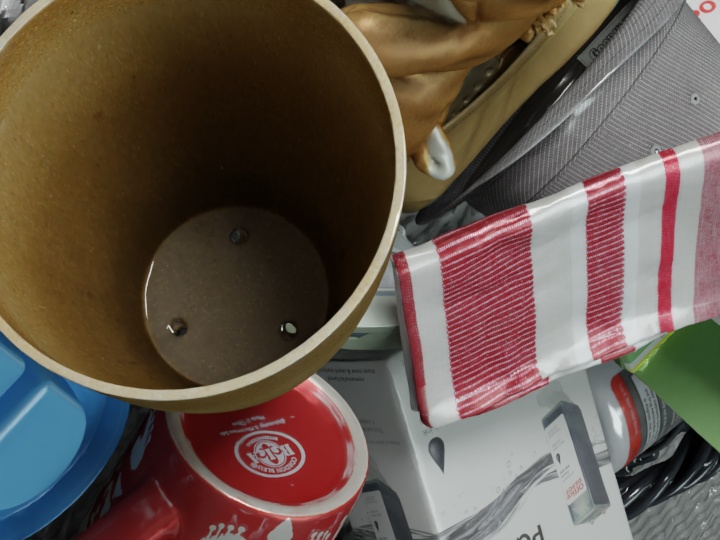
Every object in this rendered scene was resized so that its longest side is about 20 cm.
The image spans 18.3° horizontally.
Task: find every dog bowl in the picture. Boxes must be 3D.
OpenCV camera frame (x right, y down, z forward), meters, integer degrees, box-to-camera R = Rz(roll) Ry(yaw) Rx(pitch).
[{"bbox_3d":[-0.181,0.059,1.014,0.112,0.050,0.200,-47,151,-4],"label":"dog bowl"}]

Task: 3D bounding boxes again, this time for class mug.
[{"bbox_3d":[-0.089,0.155,1.118,0.200,0.133,0.178,-59,178,38],"label":"mug"}]

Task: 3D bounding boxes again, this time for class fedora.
[{"bbox_3d":[0.128,-0.068,1.173,0.200,0.090,0.177,-50,-174,-20],"label":"fedora"}]

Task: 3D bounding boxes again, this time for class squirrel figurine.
[{"bbox_3d":[0.051,-0.131,1.019,0.199,0.142,0.187,-23,150,-34],"label":"squirrel figurine"}]

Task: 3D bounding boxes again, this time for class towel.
[{"bbox_3d":[0.115,0.005,1.131,0.199,0.023,0.144,-20,143,-8],"label":"towel"}]

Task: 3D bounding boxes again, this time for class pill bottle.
[{"bbox_3d":[0.193,0.036,1.441,0.199,0.116,0.116,-33,149,-25],"label":"pill bottle"}]

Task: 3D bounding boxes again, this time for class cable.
[{"bbox_3d":[0.159,0.131,1.476,0.199,0.051,0.163,-22,-173,42],"label":"cable"}]

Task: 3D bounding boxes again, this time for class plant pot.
[{"bbox_3d":[-0.068,-0.014,0.979,0.186,0.186,0.200,-44,166,-8],"label":"plant pot"}]

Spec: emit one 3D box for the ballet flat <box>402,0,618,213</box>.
[{"bbox_3d":[0.068,-0.116,1.135,0.200,0.069,0.063,-52,136,3],"label":"ballet flat"}]

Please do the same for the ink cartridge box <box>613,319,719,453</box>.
[{"bbox_3d":[0.207,0.006,1.335,0.146,0.200,0.048,-44,154,-6],"label":"ink cartridge box"}]

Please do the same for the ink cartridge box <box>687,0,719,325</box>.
[{"bbox_3d":[0.223,-0.060,1.279,0.145,0.200,0.084,-36,152,-21],"label":"ink cartridge box"}]

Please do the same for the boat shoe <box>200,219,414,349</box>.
[{"bbox_3d":[-0.001,0.000,1.149,0.200,0.072,0.070,1,164,-40],"label":"boat shoe"}]

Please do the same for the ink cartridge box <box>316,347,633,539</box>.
[{"bbox_3d":[0.066,0.115,1.286,0.145,0.085,0.201,-26,107,-36],"label":"ink cartridge box"}]
